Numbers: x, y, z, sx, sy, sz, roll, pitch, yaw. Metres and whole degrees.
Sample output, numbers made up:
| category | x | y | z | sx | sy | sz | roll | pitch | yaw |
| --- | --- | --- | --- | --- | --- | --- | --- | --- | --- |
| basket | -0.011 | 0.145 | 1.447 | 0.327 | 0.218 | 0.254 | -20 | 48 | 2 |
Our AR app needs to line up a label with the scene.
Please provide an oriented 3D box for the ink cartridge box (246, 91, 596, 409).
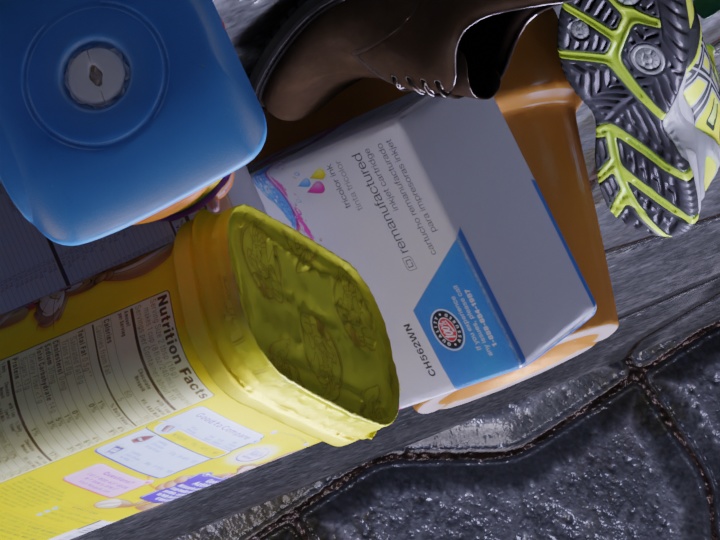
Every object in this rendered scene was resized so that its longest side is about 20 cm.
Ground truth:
| category | x | y | z | sx | sy | sz | roll | pitch | yaw |
| --- | --- | --- | --- | --- | --- | --- | --- | --- | --- |
| ink cartridge box | 0.000 | 0.000 | 1.480 | 0.200 | 0.145 | 0.085 | -21 | -171 | 41 |

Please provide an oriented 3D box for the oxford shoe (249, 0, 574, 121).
| category | x | y | z | sx | sy | sz | roll | pitch | yaw |
| --- | --- | --- | --- | --- | --- | --- | --- | --- | --- |
| oxford shoe | 0.023 | -0.111 | 1.364 | 0.200 | 0.085 | 0.073 | -29 | 171 | 39 |

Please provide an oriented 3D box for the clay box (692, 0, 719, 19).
| category | x | y | z | sx | sy | sz | roll | pitch | yaw |
| --- | --- | --- | --- | --- | --- | --- | --- | --- | --- |
| clay box | 0.281 | -0.178 | 1.596 | 0.200 | 0.048 | 0.115 | -25 | -163 | 4 |

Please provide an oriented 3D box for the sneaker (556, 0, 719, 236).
| category | x | y | z | sx | sy | sz | roll | pitch | yaw |
| --- | --- | --- | --- | --- | --- | --- | --- | --- | --- |
| sneaker | 0.158 | -0.114 | 1.546 | 0.075 | 0.200 | 0.076 | 13 | -133 | 23 |

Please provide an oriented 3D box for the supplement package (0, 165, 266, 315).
| category | x | y | z | sx | sy | sz | roll | pitch | yaw |
| --- | --- | --- | --- | --- | --- | --- | --- | --- | --- |
| supplement package | -0.152 | -0.012 | 1.388 | 0.200 | 0.114 | 0.110 | -25 | 170 | 6 |

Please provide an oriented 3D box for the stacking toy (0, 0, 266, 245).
| category | x | y | z | sx | sy | sz | roll | pitch | yaw |
| --- | --- | --- | --- | --- | --- | --- | --- | --- | --- |
| stacking toy | -0.090 | -0.062 | 1.226 | 0.110 | 0.116 | 0.200 | -26 | 168 | 5 |

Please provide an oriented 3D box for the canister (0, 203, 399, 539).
| category | x | y | z | sx | sy | sz | roll | pitch | yaw |
| --- | --- | --- | --- | --- | --- | --- | --- | --- | --- |
| canister | -0.104 | 0.055 | 1.278 | 0.200 | 0.087 | 0.148 | -22 | 155 | 21 |

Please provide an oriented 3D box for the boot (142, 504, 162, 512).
| category | x | y | z | sx | sy | sz | roll | pitch | yaw |
| --- | --- | --- | --- | --- | --- | --- | --- | --- | --- |
| boot | -0.106 | 0.065 | 1.430 | 0.075 | 0.074 | 0.200 | -2 | 153 | -34 |

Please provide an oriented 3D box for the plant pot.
| category | x | y | z | sx | sy | sz | roll | pitch | yaw |
| --- | --- | --- | --- | --- | --- | --- | --- | --- | --- |
| plant pot | 0.054 | -0.027 | 1.596 | 0.200 | 0.184 | 0.200 | -23 | 171 | -4 |
